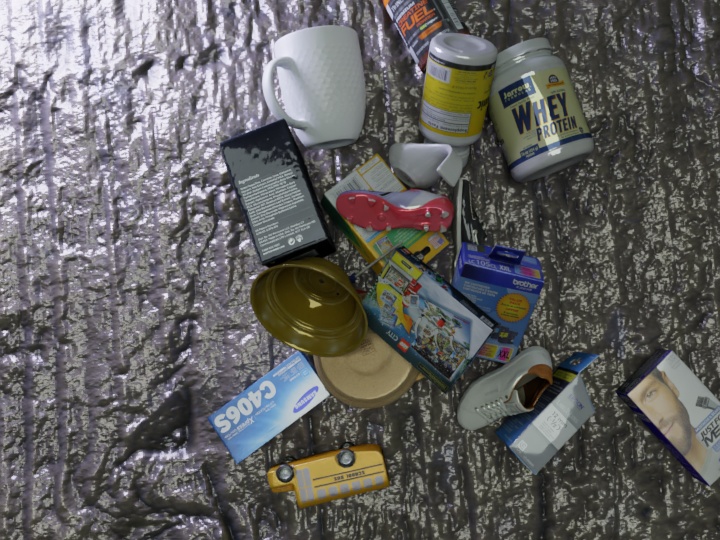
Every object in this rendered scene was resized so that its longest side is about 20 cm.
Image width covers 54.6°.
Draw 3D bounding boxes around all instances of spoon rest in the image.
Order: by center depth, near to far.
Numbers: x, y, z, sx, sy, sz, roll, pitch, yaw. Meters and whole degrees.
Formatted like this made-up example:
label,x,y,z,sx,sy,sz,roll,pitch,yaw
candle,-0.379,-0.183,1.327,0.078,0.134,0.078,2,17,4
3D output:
label,x,y,z,sx,sy,sz,roll,pitch,yaw
spoon rest,0.110,-0.174,1.148,0.099,0.200,0.061,43,82,-23

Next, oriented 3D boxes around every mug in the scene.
label,x,y,z,sx,sy,sz,roll,pitch,yaw
mug,-0.080,-0.298,1.167,0.146,0.198,0.179,-8,92,45

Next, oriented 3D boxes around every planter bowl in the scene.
label,x,y,z,sx,sy,sz,roll,pitch,yaw
planter bowl,-0.073,0.041,1.131,0.197,0.202,0.084,19,45,3

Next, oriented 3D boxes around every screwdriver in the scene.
label,x,y,z,sx,sy,sz,roll,pitch,yaw
screwdriver,0.000,0.000,1.165,0.029,0.200,0.028,26,46,-25

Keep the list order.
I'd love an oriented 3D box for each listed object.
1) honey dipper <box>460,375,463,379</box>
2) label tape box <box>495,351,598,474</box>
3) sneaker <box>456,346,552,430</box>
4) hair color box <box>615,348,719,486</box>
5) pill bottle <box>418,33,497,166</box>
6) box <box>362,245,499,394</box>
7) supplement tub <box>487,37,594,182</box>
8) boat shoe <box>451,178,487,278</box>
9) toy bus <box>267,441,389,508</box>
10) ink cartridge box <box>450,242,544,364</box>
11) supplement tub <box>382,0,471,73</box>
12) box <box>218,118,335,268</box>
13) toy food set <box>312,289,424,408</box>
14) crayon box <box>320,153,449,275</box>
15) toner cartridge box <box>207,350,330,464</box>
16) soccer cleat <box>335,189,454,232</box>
label,x,y,z,sx,sy,sz,roll,pitch,yaw
honey dipper,0.078,0.182,1.205,0.196,0.038,0.039,-8,86,5
label tape box,0.318,0.226,1.137,0.200,0.143,0.066,-44,86,-1
sneaker,0.231,0.210,1.140,0.072,0.085,0.200,34,117,-16
hair color box,0.542,0.243,1.168,0.109,0.065,0.200,-43,84,0
pill bottle,0.154,-0.275,1.153,0.109,0.112,0.203,9,126,3
box,0.101,0.077,1.110,0.199,0.038,0.138,40,116,16
supplement tub,0.291,-0.266,1.169,0.143,0.145,0.203,-20,86,1
boat shoe,0.188,-0.056,1.196,0.059,0.074,0.204,-1,89,2
toy bus,-0.054,0.345,1.183,0.196,0.065,0.080,-14,87,1
ink cartridge box,0.212,0.041,1.136,0.134,0.077,0.203,12,119,-1
supplement tub,0.105,-0.452,1.208,0.106,0.107,0.202,-29,85,0
box,-0.130,-0.113,1.149,0.116,0.197,0.203,-21,86,0
toy food set,0.015,0.131,1.188,0.199,0.049,0.199,-39,74,-2
crayon box,0.041,-0.082,1.197,0.125,0.052,0.201,-38,85,-18
toner cartridge box,-0.156,0.233,1.205,0.199,0.043,0.096,-37,87,-1
soccer cleat,0.058,-0.106,1.156,0.196,0.077,0.068,5,125,-2
